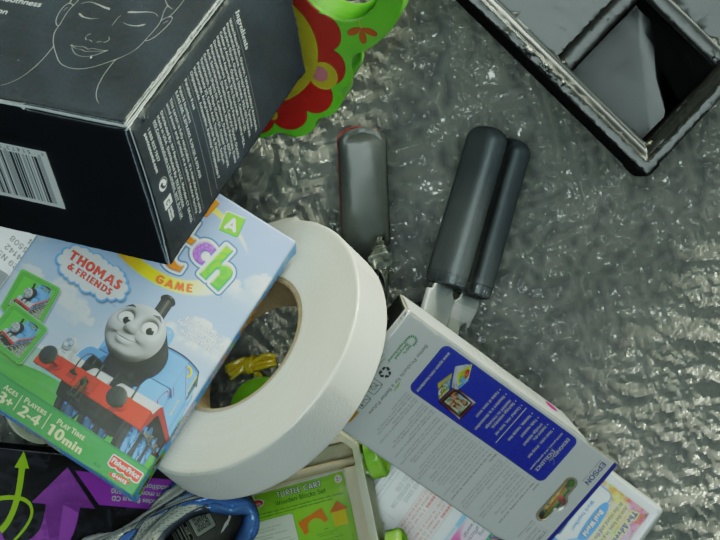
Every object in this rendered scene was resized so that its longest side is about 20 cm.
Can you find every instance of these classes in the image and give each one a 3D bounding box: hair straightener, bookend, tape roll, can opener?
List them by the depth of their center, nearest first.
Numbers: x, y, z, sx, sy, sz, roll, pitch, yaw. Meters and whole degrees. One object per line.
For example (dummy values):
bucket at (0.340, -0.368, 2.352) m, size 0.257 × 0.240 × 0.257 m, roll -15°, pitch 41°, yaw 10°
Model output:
tape roll at (-0.072, 0.057, 1.485) m, size 0.203 × 0.203 × 0.037 m, roll -45°, pitch 129°, yaw 4°
bookend at (0.191, -0.204, 1.506) m, size 0.199 × 0.092 × 0.200 m, roll 45°, pitch 92°, yaw 0°
hair straightener at (0.000, 0.000, 1.529) m, size 0.041 × 0.077 × 0.202 m, roll 3°, pitch 92°, yaw -2°
can opener at (0.063, -0.002, 1.535) m, size 0.066 × 0.052 × 0.202 m, roll 17°, pitch 87°, yaw 45°

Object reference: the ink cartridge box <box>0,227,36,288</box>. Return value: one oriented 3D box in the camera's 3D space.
ink cartridge box at (-0.289, -0.016, 1.537) m, size 0.146 × 0.084 × 0.200 m, roll 40°, pitch 92°, yaw 0°

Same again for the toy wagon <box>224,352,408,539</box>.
toy wagon at (-0.052, 0.157, 1.545) m, size 0.154 × 0.040 × 0.202 m, roll -15°, pitch 81°, yaw 12°

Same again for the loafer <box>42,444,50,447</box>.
loafer at (-0.274, 0.160, 1.548) m, size 0.198 × 0.073 × 0.073 m, roll -13°, pitch 102°, yaw -8°

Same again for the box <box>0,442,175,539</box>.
box at (-0.207, 0.224, 1.507) m, size 0.142 × 0.036 × 0.202 m, roll 7°, pitch 92°, yaw -21°

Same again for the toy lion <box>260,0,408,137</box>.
toy lion at (-0.053, -0.183, 1.491) m, size 0.198 × 0.069 × 0.193 m, roll -8°, pitch 119°, yaw 25°

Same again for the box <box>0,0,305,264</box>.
box at (-0.171, -0.128, 1.411) m, size 0.198 × 0.125 × 0.197 m, roll 13°, pitch 50°, yaw 24°

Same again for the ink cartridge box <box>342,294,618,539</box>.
ink cartridge box at (0.073, 0.109, 1.505) m, size 0.199 × 0.037 × 0.095 m, roll 36°, pitch 102°, yaw -20°

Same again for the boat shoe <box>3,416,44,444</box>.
boat shoe at (-0.189, 0.030, 1.543) m, size 0.074 × 0.066 × 0.201 m, roll 31°, pitch 79°, yaw -20°

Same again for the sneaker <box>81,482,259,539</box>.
sneaker at (-0.149, 0.204, 1.464) m, size 0.200 × 0.085 × 0.077 m, roll -40°, pitch 107°, yaw -13°

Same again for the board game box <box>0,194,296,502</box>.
board game box at (-0.158, 0.027, 1.458) m, size 0.151 × 0.037 × 0.201 m, roll 31°, pitch 77°, yaw 5°

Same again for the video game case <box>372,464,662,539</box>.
video game case at (0.084, 0.196, 1.562) m, size 0.181 × 0.024 × 0.201 m, roll 36°, pitch 92°, yaw 0°
